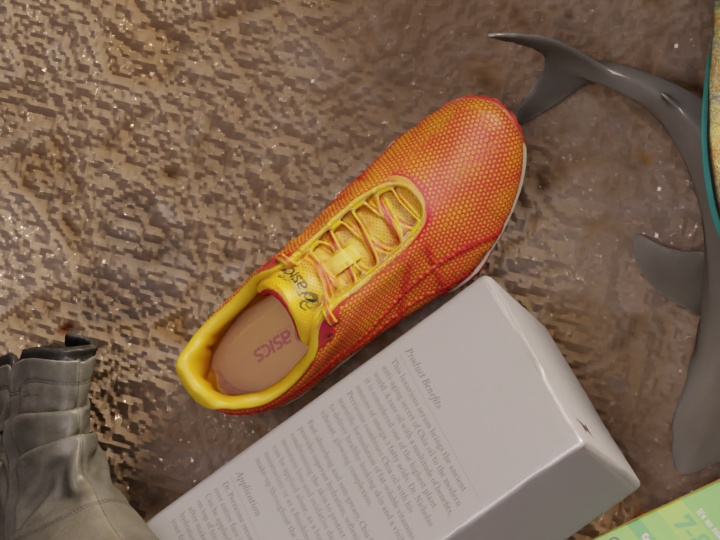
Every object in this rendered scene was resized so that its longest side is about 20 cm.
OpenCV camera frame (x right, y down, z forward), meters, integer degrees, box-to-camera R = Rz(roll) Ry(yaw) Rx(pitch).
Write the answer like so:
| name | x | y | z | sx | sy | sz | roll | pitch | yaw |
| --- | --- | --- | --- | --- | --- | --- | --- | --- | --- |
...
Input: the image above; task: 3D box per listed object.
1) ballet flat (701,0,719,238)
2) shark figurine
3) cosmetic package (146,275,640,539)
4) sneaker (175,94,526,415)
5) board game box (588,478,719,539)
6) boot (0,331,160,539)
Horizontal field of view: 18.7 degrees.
| name | x | y | z | sx | sy | sz | roll | pitch | yaw |
| --- | --- | --- | --- | --- | --- | --- | --- | --- | --- |
| ballet flat | 0.182 | -0.095 | 0.934 | 0.071 | 0.071 | 0.200 | -4 | 55 | 14 |
| shark figurine | 0.152 | -0.030 | 0.971 | 0.128 | 0.089 | 0.215 | -26 | 84 | 11 |
| cosmetic package | 0.012 | 0.107 | 0.992 | 0.200 | 0.071 | 0.101 | -36 | 55 | 11 |
| sneaker | 0.000 | 0.000 | 1.007 | 0.073 | 0.077 | 0.200 | 46 | 103 | 10 |
| board game box | 0.189 | 0.133 | 0.984 | 0.200 | 0.030 | 0.096 | -27 | 82 | 14 |
| boot | -0.131 | 0.094 | 0.998 | 0.068 | 0.200 | 0.131 | -3 | 91 | -28 |
